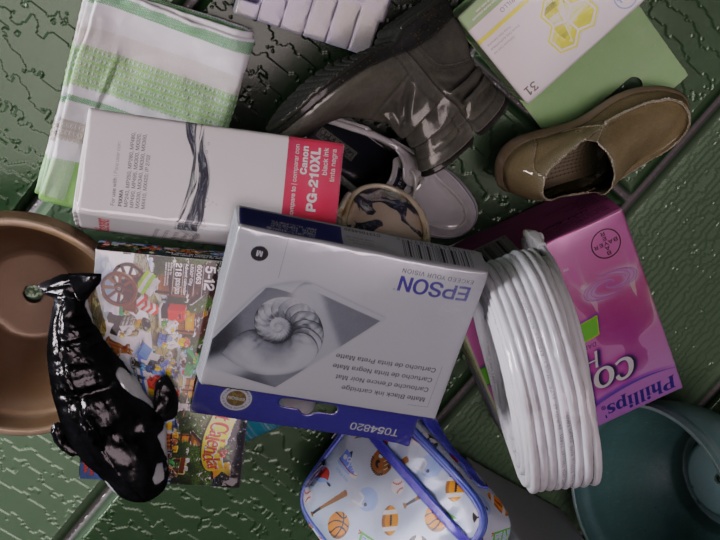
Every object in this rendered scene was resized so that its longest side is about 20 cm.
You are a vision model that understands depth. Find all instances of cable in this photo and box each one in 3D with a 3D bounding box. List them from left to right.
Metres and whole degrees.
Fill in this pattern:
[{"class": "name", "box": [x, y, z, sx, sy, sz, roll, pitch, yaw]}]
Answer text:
[{"class": "cable", "box": [0.142, 0.081, 0.876, 0.069, 0.200, 0.200, -12, 108, 1]}]

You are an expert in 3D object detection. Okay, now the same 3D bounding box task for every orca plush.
[{"class": "orca plush", "box": [-0.199, 0.101, 0.845, 0.105, 0.071, 0.200, -4, 105, -6]}]

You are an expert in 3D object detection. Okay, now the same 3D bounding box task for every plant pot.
[{"class": "plant pot", "box": [-0.295, 0.037, 0.946, 0.200, 0.093, 0.201, -2, 110, -6]}, {"class": "plant pot", "box": [0.329, 0.219, 1.077, 0.134, 0.200, 0.201, -9, 113, -35]}]

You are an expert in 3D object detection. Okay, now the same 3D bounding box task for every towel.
[{"class": "towel", "box": [-0.190, -0.136, 0.940, 0.149, 0.031, 0.200, 16, 106, -13]}]

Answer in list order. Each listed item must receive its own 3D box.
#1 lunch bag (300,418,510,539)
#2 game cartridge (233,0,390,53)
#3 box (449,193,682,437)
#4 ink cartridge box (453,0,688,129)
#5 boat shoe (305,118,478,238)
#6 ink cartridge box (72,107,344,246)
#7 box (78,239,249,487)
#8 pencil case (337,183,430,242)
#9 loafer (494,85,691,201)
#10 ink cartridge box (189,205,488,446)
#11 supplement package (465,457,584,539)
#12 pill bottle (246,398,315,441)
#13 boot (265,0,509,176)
[{"class": "lunch bag", "box": [0.038, 0.219, 1.019, 0.076, 0.200, 0.160, 21, 109, -51]}, {"class": "game cartridge", "box": [-0.019, -0.296, 0.912, 0.129, 0.038, 0.200, 14, 106, -18]}, {"class": "box", "box": [0.184, 0.049, 1.029, 0.176, 0.097, 0.200, -24, 111, -1]}, {"class": "ink cartridge box", "box": [0.197, -0.202, 0.972, 0.145, 0.048, 0.200, -41, 108, 5]}, {"class": "boat shoe", "box": [0.024, -0.081, 0.974, 0.200, 0.065, 0.074, 25, 103, -16]}, {"class": "ink cartridge box", "box": [-0.127, -0.067, 0.880, 0.200, 0.145, 0.085, 7, 85, -13]}, {"class": "box", "box": [-0.159, 0.080, 0.902, 0.136, 0.038, 0.200, 5, 104, -8]}, {"class": "pencil case", "box": [0.000, 0.000, 0.935, 0.089, 0.200, 0.078, 14, 62, -6]}, {"class": "loafer", "box": [0.222, -0.106, 0.980, 0.200, 0.067, 0.076, -23, 131, -10]}, {"class": "ink cartridge box", "box": [-0.023, 0.059, 0.849, 0.199, 0.041, 0.200, 10, 119, -12]}, {"class": "supplement package", "box": [0.124, 0.330, 1.078, 0.152, 0.151, 0.200, 32, 101, -27]}, {"class": "pill bottle", "box": [-0.150, 0.117, 0.990, 0.200, 0.111, 0.111, -23, 111, 0]}, {"class": "boot", "box": [0.031, -0.131, 0.914, 0.200, 0.068, 0.131, -36, 108, -12]}]
